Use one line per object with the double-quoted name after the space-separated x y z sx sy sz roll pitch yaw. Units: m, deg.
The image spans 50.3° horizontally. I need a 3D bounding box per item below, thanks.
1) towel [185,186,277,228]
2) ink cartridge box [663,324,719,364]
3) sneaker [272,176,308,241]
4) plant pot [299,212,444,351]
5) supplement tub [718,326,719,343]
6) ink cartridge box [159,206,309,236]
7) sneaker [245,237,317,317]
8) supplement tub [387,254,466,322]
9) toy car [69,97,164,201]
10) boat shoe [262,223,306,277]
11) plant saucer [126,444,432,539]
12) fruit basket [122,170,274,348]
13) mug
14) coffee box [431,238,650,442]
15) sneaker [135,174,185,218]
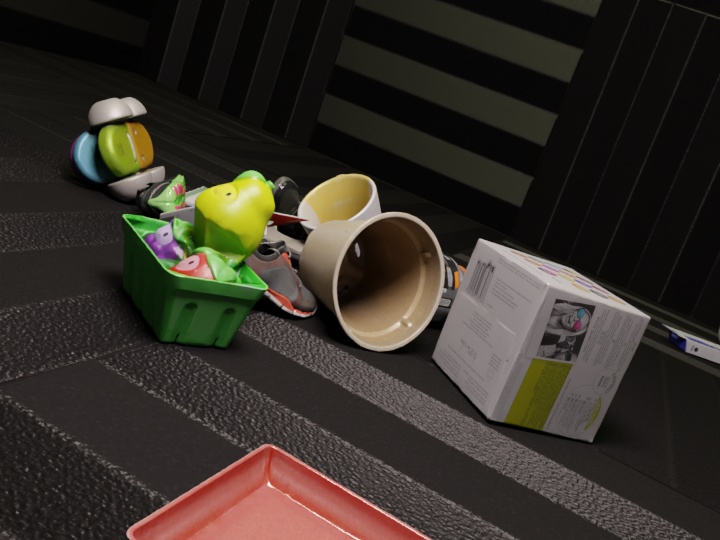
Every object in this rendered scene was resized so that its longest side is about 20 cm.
-0.261 -0.111 1.555 0.196 0.031 0.149 25 15 4 "towel"
0.938 0.211 2.141 0.195 0.040 0.100 21 13 -10 "ink cartridge box"
-0.110 -0.088 1.424 0.113 0.076 0.201 33 -26 25 "sneaker"
0.000 0.000 1.190 0.196 0.206 0.182 12 4 -33 "plant pot"
1.232 0.209 2.376 0.142 0.148 0.199 10 17 -40 "supplement tub"
-0.207 -0.068 1.242 0.171 0.045 0.197 11 -10 -40 "ink cartridge box"
-0.116 0.003 1.113 0.077 0.083 0.199 33 -1 40 "sneaker"
0.097 0.024 1.351 0.196 0.125 0.122 11 16 -39 "supplement tub"
-0.460 -0.217 1.417 0.146 0.180 0.200 -14 13 4 "toy car"
-0.159 -0.041 1.385 0.197 0.058 0.066 24 26 33 "boat shoe"
-0.039 0.214 0.552 0.196 0.038 0.199 26 14 18 "plant saucer"
-0.193 -0.033 0.940 0.153 0.221 0.215 11 16 -38 "fruit basket"
-0.011 -0.079 1.394 0.146 0.155 0.188 6 46 34 "mug"
0.255 0.099 1.120 0.193 0.205 0.200 15 14 -24 "coffee box"
-0.352 -0.132 1.356 0.081 0.079 0.200 0 4 -8 "sneaker"
